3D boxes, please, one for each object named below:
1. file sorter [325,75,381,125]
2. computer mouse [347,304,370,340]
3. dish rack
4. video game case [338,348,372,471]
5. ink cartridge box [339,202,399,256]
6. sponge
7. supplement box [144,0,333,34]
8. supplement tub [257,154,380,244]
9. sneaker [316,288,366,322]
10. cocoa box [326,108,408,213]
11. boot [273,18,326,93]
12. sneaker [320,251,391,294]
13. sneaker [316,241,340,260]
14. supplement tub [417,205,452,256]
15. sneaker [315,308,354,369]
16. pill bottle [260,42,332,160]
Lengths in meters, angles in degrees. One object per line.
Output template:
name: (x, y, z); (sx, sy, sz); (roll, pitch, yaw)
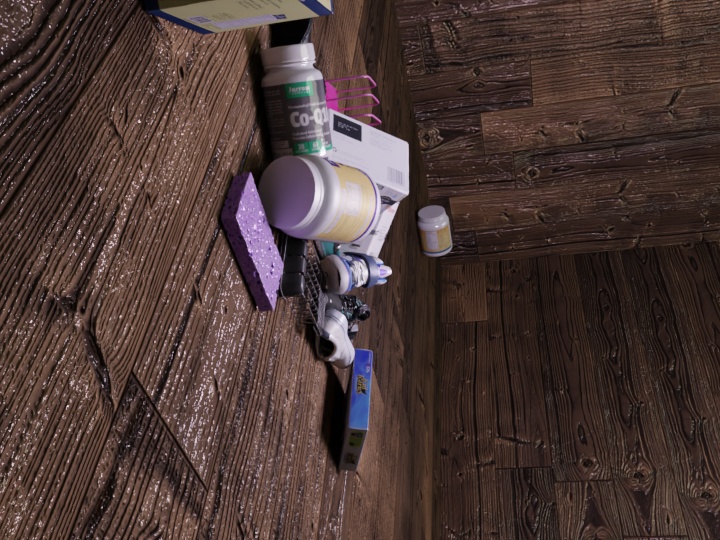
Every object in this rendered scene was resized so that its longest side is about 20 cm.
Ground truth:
file sorter: (-0.018, -0.362, 1.878); (0.139, 0.125, 0.200); (-7, 92, -78)
computer mouse: (-0.025, 0.112, 1.646); (0.200, 0.059, 0.034); (-54, -130, 57)
dish rack: (-0.104, 0.026, 1.464); (0.200, 0.054, 0.154); (72, 18, -54)
video game case: (-0.010, 0.304, 1.681); (0.181, 0.045, 0.200); (103, -5, -48)
ink cartridge box: (0.007, -0.084, 1.787); (0.147, 0.083, 0.200); (-1, 113, -79)
sponge: (-0.169, -0.043, 1.226); (0.112, 0.030, 0.200); (-83, 164, -47)
supplement box: (-0.158, -0.405, 1.011); (0.200, 0.199, 0.134); (-41, 125, -76)
supplement tub: (-0.071, -0.125, 1.359); (0.200, 0.145, 0.146); (6, 78, -58)
sneaker: (-0.041, 0.071, 1.669); (0.200, 0.079, 0.076); (42, 34, -74)
cocoa box: (-0.019, -0.210, 1.560); (0.200, 0.131, 0.134); (18, 58, -30)
boot: (-0.112, -0.413, 1.535); (0.162, 0.073, 0.199); (35, 60, -68)
sneaker: (0.000, 0.000, 1.601); (0.200, 0.146, 0.081); (-170, -106, -76)
sneaker: (-0.059, -0.103, 1.662); (0.071, 0.080, 0.200); (-77, 158, -61)
supplement tub: (0.335, -0.179, 3.499); (0.145, 0.144, 0.200); (-78, 159, -56)
sneaker: (-0.063, 0.157, 1.605); (0.071, 0.073, 0.200); (-51, 152, -27)
pill bottle: (-0.118, -0.300, 1.388); (0.113, 0.113, 0.200); (-58, 141, -72)
